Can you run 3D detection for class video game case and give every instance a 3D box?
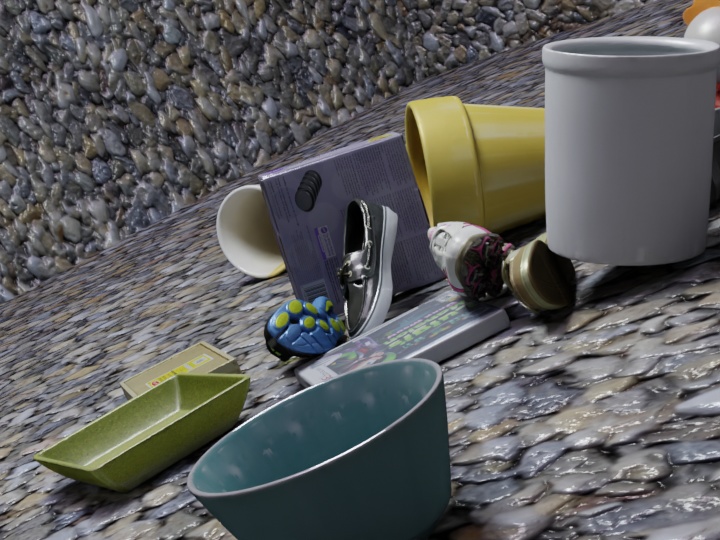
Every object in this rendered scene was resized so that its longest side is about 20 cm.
[{"bbox_3d":[0.039,0.081,1.513,0.200,0.023,0.182,-26,11,-10],"label":"video game case"}]

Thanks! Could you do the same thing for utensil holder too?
[{"bbox_3d":[0.262,-0.119,1.408,0.170,0.200,0.170,-2,15,1],"label":"utensil holder"}]

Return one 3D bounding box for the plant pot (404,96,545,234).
[{"bbox_3d":[0.165,-0.128,1.839,0.189,0.201,0.201,-9,10,-3],"label":"plant pot"}]

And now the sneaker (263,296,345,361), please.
[{"bbox_3d":[-0.072,0.076,1.646,0.083,0.071,0.200,-35,-4,9],"label":"sneaker"}]

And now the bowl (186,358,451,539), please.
[{"bbox_3d":[-0.013,0.155,1.050,0.201,0.105,0.201,-24,10,5],"label":"bowl"}]

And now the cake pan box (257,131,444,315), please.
[{"bbox_3d":[-0.010,-0.049,1.764,0.184,0.200,0.052,-20,11,-6],"label":"cake pan box"}]

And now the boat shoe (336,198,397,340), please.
[{"bbox_3d":[0.000,0.000,1.669,0.069,0.057,0.200,-45,27,42],"label":"boat shoe"}]

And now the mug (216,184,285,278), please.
[{"bbox_3d":[-0.118,-0.065,2.344,0.149,0.187,0.153,-55,-14,27],"label":"mug"}]

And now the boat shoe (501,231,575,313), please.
[{"bbox_3d":[0.172,0.007,1.463,0.063,0.073,0.201,-29,6,17],"label":"boat shoe"}]

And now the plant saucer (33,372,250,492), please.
[{"bbox_3d":[-0.229,0.178,1.557,0.200,0.048,0.200,-30,12,-28],"label":"plant saucer"}]

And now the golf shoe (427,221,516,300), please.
[{"bbox_3d":[0.105,-0.014,1.521,0.073,0.092,0.200,-66,-12,1],"label":"golf shoe"}]

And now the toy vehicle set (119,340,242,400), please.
[{"bbox_3d":[-0.226,0.137,1.802,0.124,0.027,0.200,-27,11,-14],"label":"toy vehicle set"}]

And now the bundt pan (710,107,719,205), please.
[{"bbox_3d":[0.351,-0.110,1.608,0.202,0.076,0.202,-23,11,5],"label":"bundt pan"}]

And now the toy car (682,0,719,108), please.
[{"bbox_3d":[0.455,-0.248,1.716,0.184,0.200,0.177,-33,14,-36],"label":"toy car"}]
